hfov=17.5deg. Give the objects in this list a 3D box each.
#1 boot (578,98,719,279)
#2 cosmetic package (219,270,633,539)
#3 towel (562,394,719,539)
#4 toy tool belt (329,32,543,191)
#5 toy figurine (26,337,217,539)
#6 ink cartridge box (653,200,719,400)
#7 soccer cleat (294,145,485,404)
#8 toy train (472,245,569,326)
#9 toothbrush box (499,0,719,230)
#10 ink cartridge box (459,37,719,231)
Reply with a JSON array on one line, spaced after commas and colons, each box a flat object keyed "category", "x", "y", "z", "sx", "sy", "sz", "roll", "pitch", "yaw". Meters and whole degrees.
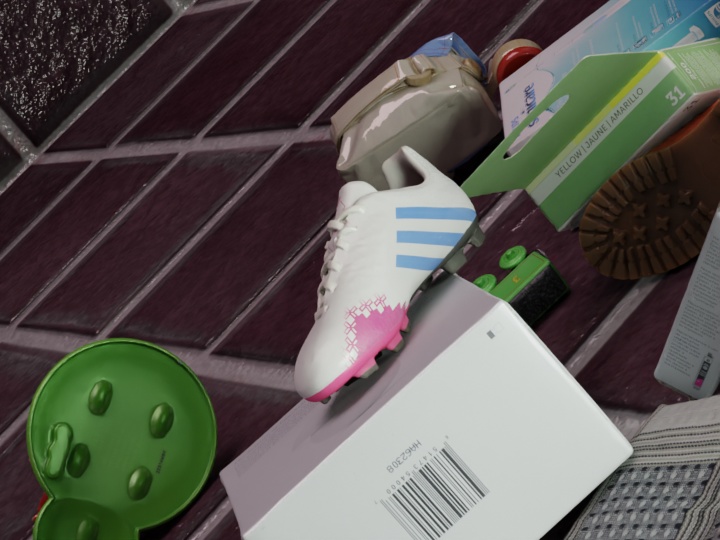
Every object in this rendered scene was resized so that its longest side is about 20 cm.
[{"category": "boot", "x": 0.234, "y": -0.069, "z": 1.553, "sx": 0.200, "sy": 0.075, "sz": 0.107, "roll": -39, "pitch": -2, "yaw": 23}, {"category": "cosmetic package", "x": 0.032, "y": 0.115, "z": 1.391, "sx": 0.199, "sy": 0.123, "sz": 0.200, "roll": -42, "pitch": 10, "yaw": -1}, {"category": "towel", "x": 0.172, "y": 0.134, "z": 1.234, "sx": 0.193, "sy": 0.035, "sz": 0.200, "roll": -51, "pitch": 20, "yaw": -27}, {"category": "toy tool belt", "x": 0.066, "y": -0.142, "z": 1.968, "sx": 0.200, "sy": 0.125, "sz": 0.123, "roll": -37, "pitch": 27, "yaw": 12}, {"category": "toy figurine", "x": -0.215, "y": 0.165, "z": 1.880, "sx": 0.184, "sy": 0.150, "sz": 0.201, "roll": 149, "pitch": 140, "yaw": -70}, {"category": "ink cartridge box", "x": 0.243, "y": -0.052, "z": 1.348, "sx": 0.197, "sy": 0.043, "sz": 0.200, "roll": -54, "pitch": -14, "yaw": -36}, {"category": "soccer cleat", "x": 0.000, "y": 0.000, "z": 1.411, "sx": 0.070, "sy": 0.086, "sz": 0.200, "roll": -33, "pitch": 12, "yaw": 43}, {"category": "toy train", "x": 0.064, "y": 0.060, "z": 1.630, "sx": 0.200, "sy": 0.042, "sz": 0.056, "roll": -44, "pitch": 29, "yaw": -6}, {"category": "toothbrush box", "x": 0.205, "y": -0.142, "z": 1.733, "sx": 0.200, "sy": 0.085, "sz": 0.147, "roll": -36, "pitch": 19, "yaw": 15}, {"category": "ink cartridge box", "x": 0.163, "y": -0.087, "z": 1.557, "sx": 0.146, "sy": 0.048, "sz": 0.200, "roll": -47, "pitch": -16, "yaw": 30}]
